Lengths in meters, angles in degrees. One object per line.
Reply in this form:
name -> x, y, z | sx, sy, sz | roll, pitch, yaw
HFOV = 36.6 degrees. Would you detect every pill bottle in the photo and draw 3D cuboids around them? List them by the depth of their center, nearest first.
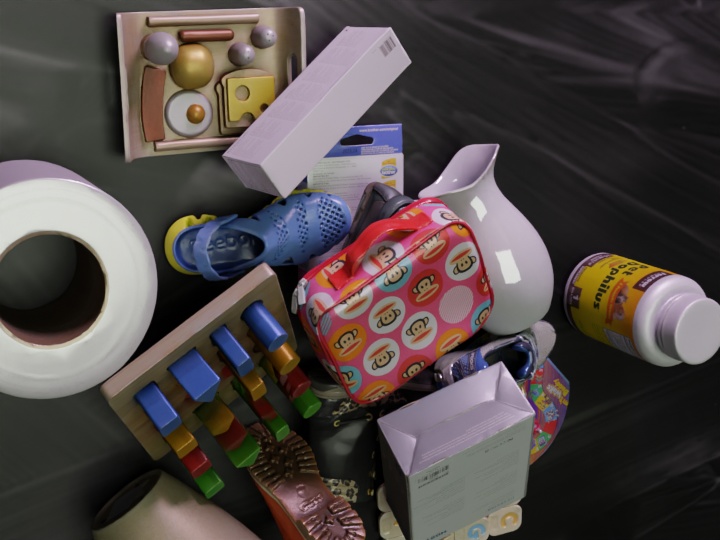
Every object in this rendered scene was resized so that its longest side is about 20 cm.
pill bottle -> 0.343, 0.049, 1.319 | 0.108, 0.200, 0.111 | -6, 104, -25

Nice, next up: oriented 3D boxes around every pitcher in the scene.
pitcher -> 0.126, -0.018, 1.242 | 0.171, 0.121, 0.202 | -33, 110, -18

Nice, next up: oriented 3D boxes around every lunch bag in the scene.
lunch bag -> 0.034, 0.023, 1.115 | 0.199, 0.082, 0.177 | -33, 132, -10

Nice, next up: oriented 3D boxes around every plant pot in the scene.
plant pot -> -0.188, 0.317, 1.146 | 0.187, 0.187, 0.201 | -39, 103, -13

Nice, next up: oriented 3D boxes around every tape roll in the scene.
tape roll -> -0.304, 0.004, 1.024 | 0.200, 0.139, 0.205 | -6, 104, -26

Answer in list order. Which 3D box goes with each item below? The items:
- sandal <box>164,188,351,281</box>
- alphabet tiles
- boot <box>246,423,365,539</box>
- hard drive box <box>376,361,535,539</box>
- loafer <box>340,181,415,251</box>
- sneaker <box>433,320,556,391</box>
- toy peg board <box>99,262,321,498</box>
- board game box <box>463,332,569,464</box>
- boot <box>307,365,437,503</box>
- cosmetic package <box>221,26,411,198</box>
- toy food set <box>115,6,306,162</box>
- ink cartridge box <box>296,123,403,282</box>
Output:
sandal -> -0.102, -0.031, 1.125 | 0.198, 0.087, 0.080 | -17, 104, -9
alphabet tiles -> 0.114, 0.295, 1.345 | 0.193, 0.015, 0.202 | -10, 115, -17
boot -> -0.074, 0.261, 1.191 | 0.074, 0.200, 0.108 | -18, 140, -29
hard drive box -> 0.106, 0.211, 1.207 | 0.154, 0.077, 0.201 | -23, 145, -12
loafer -> 0.000, 0.000, 1.181 | 0.071, 0.063, 0.202 | 4, 118, -47
sneaker -> 0.179, 0.106, 1.276 | 0.199, 0.085, 0.078 | -24, 94, -42
toy peg board -> -0.132, 0.125, 1.099 | 0.199, 0.098, 0.200 | -38, 158, -14
board game box -> 0.193, 0.170, 1.362 | 0.158, 0.039, 0.200 | -48, 118, -9
boot -> 0.016, 0.186, 1.263 | 0.198, 0.073, 0.152 | 1, 107, -36
cosmetic package -> -0.043, -0.163, 1.103 | 0.200, 0.082, 0.051 | -48, 125, -16
toy food set -> -0.148, -0.190, 1.101 | 0.198, 0.060, 0.145 | -8, 105, -25
ink cartridge box -> -0.011, -0.062, 1.210 | 0.118, 0.042, 0.203 | -6, 107, -24
